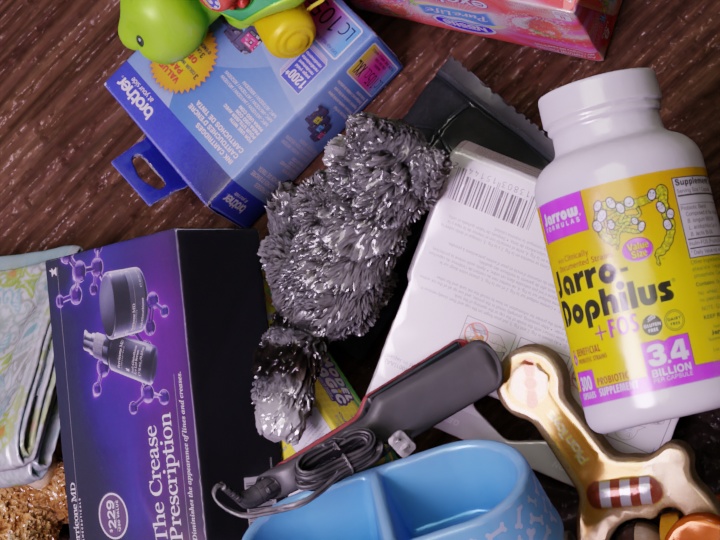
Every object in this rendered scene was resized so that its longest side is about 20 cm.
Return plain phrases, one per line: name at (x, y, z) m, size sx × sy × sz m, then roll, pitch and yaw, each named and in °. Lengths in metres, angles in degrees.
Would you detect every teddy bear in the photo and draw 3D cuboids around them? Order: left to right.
teddy bear at (-0.260, 0.180, 1.253) m, size 0.199 × 0.145 × 0.067 m, roll -36°, pitch 111°, yaw 13°

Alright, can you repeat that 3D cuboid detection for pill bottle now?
pill bottle at (0.162, -0.012, 1.057) m, size 0.103 × 0.104 × 0.202 m, roll -15°, pitch 83°, yaw 16°

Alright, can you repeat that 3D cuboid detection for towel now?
towel at (-0.273, 0.071, 1.270) m, size 0.198 × 0.048 × 0.173 m, roll -9°, pitch 54°, yaw 38°

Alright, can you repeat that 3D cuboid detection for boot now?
boot at (0.050, -0.021, 1.211) m, size 0.200 × 0.066 × 0.165 m, roll -48°, pitch 60°, yaw 1°

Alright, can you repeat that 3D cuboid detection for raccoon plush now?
raccoon plush at (0.000, 0.000, 1.103) m, size 0.096 × 0.134 × 0.202 m, roll 10°, pitch 66°, yaw -19°

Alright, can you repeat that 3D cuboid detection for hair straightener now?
hair straightener at (0.002, 0.096, 1.080) m, size 0.198 × 0.077 × 0.041 m, roll -24°, pitch 95°, yaw -19°

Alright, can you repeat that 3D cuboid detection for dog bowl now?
dog bowl at (0.019, 0.158, 1.057) m, size 0.198 × 0.112 × 0.050 m, roll -18°, pitch 115°, yaw 0°

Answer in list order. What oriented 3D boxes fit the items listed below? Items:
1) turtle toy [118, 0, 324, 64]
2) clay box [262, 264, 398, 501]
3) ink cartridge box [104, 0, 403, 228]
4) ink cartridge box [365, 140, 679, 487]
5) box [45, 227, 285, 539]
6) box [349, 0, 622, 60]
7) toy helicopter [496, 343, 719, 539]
turtle toy at (-0.086, -0.216, 1.200) m, size 0.200 × 0.100 × 0.146 m, roll -49°, pitch 53°, yaw 28°
clay box at (-0.068, 0.086, 1.200) m, size 0.115 × 0.047 × 0.201 m, roll -51°, pitch 57°, yaw 29°
ink cartridge box at (-0.087, -0.128, 1.286) m, size 0.200 × 0.076 × 0.137 m, roll -46°, pitch 66°, yaw 6°
ink cartridge box at (0.123, 0.035, 1.153) m, size 0.198 × 0.045 × 0.178 m, roll 22°, pitch 105°, yaw 7°
box at (-0.129, 0.082, 1.174) m, size 0.140 × 0.078 × 0.203 m, roll -12°, pitch 82°, yaw 45°
box at (0.080, -0.221, 1.234) m, size 0.198 × 0.103 × 0.096 m, roll 16°, pitch 83°, yaw 22°
toy helicopter at (0.146, 0.138, 1.118) m, size 0.132 × 0.079 × 0.201 m, roll -40°, pitch 79°, yaw 20°
